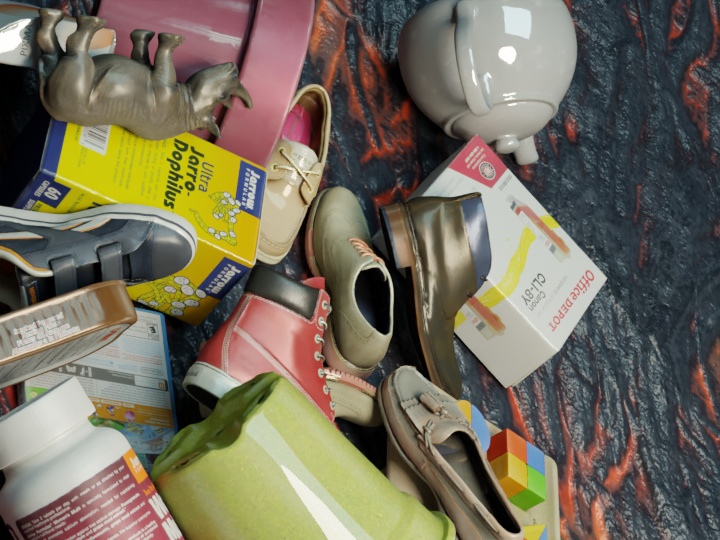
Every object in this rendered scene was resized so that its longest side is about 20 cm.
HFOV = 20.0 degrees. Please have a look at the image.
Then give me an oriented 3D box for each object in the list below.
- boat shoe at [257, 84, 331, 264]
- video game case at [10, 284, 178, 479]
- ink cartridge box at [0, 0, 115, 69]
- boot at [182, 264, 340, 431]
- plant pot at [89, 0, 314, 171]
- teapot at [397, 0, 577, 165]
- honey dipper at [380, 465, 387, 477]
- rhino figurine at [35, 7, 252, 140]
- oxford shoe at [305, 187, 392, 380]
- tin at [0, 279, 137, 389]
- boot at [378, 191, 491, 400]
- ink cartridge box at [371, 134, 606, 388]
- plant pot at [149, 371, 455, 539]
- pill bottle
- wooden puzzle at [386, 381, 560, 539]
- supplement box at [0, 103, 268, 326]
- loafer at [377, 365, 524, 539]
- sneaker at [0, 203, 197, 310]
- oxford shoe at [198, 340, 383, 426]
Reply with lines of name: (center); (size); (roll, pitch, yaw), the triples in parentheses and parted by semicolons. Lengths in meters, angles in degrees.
boat shoe: (-0.069, -0.097, 1.888); (0.073, 0.069, 0.201); (29, 46, -23)
video game case: (-0.212, 0.114, 1.650); (0.142, 0.018, 0.202); (13, 54, -36)
ink cartridge box: (-0.325, -0.206, 1.678); (0.199, 0.162, 0.051); (11, 97, -39)
boot: (-0.035, 0.090, 1.699); (0.200, 0.072, 0.145); (40, 68, -23)
plant pot: (-0.156, -0.183, 1.797); (0.177, 0.200, 0.201); (17, 50, -12)
teapot: (0.134, -0.191, 2.056); (0.198, 0.197, 0.148); (-1, 72, -30)
honey dipper: (0.011, 0.189, 1.788); (0.038, 0.038, 0.200); (53, 37, 2)
rhino figurine: (-0.175, -0.151, 1.661); (0.199, 0.060, 0.088); (9, 93, -33)
oxford shoe: (0.000, 0.000, 1.865); (0.070, 0.074, 0.202); (11, 52, -32)
tin: (-0.262, 0.059, 1.558); (0.199, 0.112, 0.042); (-20, 85, -32)
boot: (0.088, 0.025, 1.878); (0.075, 0.096, 0.202); (-123, -164, -75)
ink cartridge box: (0.129, -0.010, 1.994); (0.200, 0.083, 0.145); (47, 41, -5)
plant pot: (-0.059, 0.187, 1.577); (0.185, 0.200, 0.201); (53, 40, -11)
pill bottle: (-0.201, 0.188, 1.518); (0.109, 0.109, 0.201); (-33, 95, -49)
wooden puzzle: (0.111, 0.199, 1.824); (0.199, 0.046, 0.186); (31, 43, -29)
supplement box: (-0.192, -0.056, 1.708); (0.199, 0.109, 0.110); (24, 48, -21)
loafer: (0.083, 0.161, 1.740); (0.071, 0.063, 0.201); (-10, 62, -37)
sneaker: (-0.230, -0.003, 1.626); (0.198, 0.079, 0.080); (0, 46, 0)
oxford shoe: (-0.060, 0.116, 1.763); (0.199, 0.071, 0.075); (17, 75, -32)
